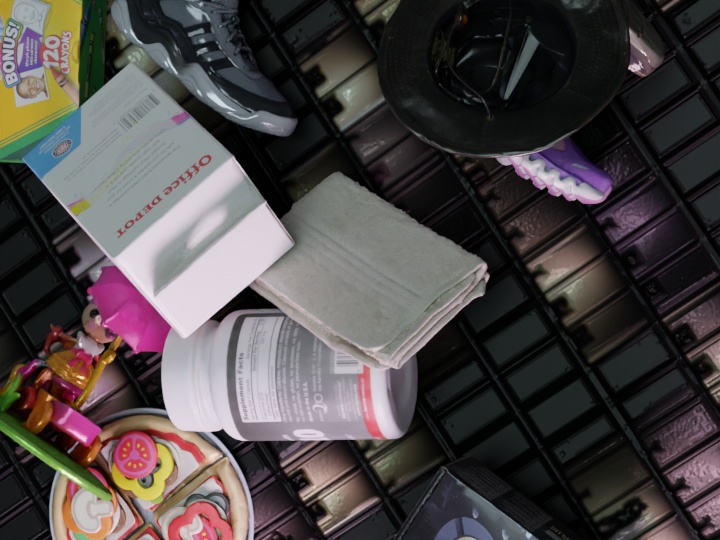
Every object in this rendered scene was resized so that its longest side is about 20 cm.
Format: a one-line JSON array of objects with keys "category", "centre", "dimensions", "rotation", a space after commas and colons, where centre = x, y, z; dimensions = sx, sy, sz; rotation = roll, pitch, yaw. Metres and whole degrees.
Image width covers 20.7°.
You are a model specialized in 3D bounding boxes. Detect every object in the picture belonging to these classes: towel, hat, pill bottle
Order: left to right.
[{"category": "pill bottle", "centre": [-0.060, 0.089, 1.687], "dimensions": [0.199, 0.114, 0.114], "rotation": [-2, 93, 17]}, {"category": "towel", "centre": [0.000, 0.000, 1.644], "dimensions": [0.132, 0.035, 0.200], "rotation": [-40, 50, -19]}, {"category": "hat", "centre": [0.118, -0.161, 1.575], "dimensions": [0.200, 0.081, 0.201], "rotation": [-5, 68, 12]}]

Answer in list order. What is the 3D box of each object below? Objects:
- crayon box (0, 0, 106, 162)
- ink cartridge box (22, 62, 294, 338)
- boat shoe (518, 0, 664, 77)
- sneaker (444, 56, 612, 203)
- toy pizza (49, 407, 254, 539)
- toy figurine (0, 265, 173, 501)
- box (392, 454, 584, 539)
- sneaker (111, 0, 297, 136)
[{"category": "crayon box", "centre": [-0.293, -0.196, 1.767], "dimensions": [0.118, 0.058, 0.201], "rotation": [3, 95, 16]}, {"category": "ink cartridge box", "centre": [-0.162, -0.053, 1.643], "dimensions": [0.128, 0.125, 0.200], "rotation": [-41, 48, -5]}, {"category": "boat shoe", "centre": [0.162, -0.214, 1.632], "dimensions": [0.200, 0.074, 0.073], "rotation": [39, 115, 18]}, {"category": "sneaker", "centre": [0.132, -0.133, 1.640], "dimensions": [0.200, 0.080, 0.089], "rotation": [36, 87, 9]}, {"category": "toy pizza", "centre": [-0.192, 0.224, 1.777], "dimensions": [0.199, 0.032, 0.201], "rotation": [1, 94, 16]}, {"category": "toy figurine", "centre": [-0.236, 0.079, 1.740], "dimensions": [0.150, 0.200, 0.184], "rotation": [38, 82, -24]}, {"category": "box", "centre": [0.114, 0.278, 1.617], "dimensions": [0.200, 0.086, 0.164], "rotation": [36, 103, 15]}, {"category": "sneaker", "centre": [-0.116, -0.209, 1.704], "dimensions": [0.200, 0.075, 0.114], "rotation": [39, 106, 13]}]
